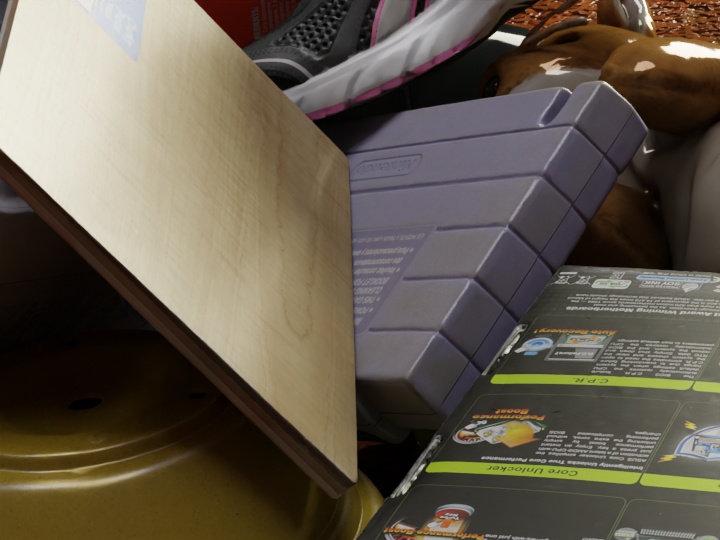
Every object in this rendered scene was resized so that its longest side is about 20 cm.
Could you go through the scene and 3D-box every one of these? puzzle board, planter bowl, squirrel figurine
[{"bbox_3d":[-0.056,-0.033,0.754,0.017,0.151,0.200,-37,25,18],"label":"puzzle board"},{"bbox_3d":[-0.078,0.072,0.740,0.200,0.084,0.200,-5,22,2],"label":"planter bowl"},{"bbox_3d":[0.143,-0.035,0.890,0.200,0.142,0.187,-1,18,-35],"label":"squirrel figurine"}]

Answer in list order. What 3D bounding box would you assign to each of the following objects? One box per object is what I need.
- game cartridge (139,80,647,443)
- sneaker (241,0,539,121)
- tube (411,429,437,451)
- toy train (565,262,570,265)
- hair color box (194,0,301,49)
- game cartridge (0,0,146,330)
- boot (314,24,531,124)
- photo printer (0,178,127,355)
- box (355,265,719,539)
[{"bbox_3d":[0.000,0.000,0.838,0.200,0.038,0.130,-3,52,58],"label":"game cartridge"},{"bbox_3d":[0.028,-0.122,0.898,0.200,0.086,0.080,-29,1,2],"label":"sneaker"},{"bbox_3d":[0.054,0.059,0.788,0.058,0.052,0.200,-47,30,9],"label":"tube"},{"bbox_3d":[0.068,-0.019,0.993,0.056,0.042,0.200,5,22,-6],"label":"toy train"},{"bbox_3d":[-0.072,-0.128,0.950,0.200,0.064,0.111,-21,41,-18],"label":"hair color box"},{"bbox_3d":[-0.134,-0.035,0.881,0.133,0.200,0.042,-7,41,-3],"label":"game cartridge"},{"bbox_3d":[0.042,-0.127,1.104,0.198,0.163,0.073,-13,21,-18],"label":"boot"},{"bbox_3d":[-0.147,0.009,0.772,0.166,0.069,0.200,-44,-12,18],"label":"photo printer"},{"bbox_3d":[0.118,0.058,0.630,0.199,0.048,0.193,3,27,22],"label":"box"}]
